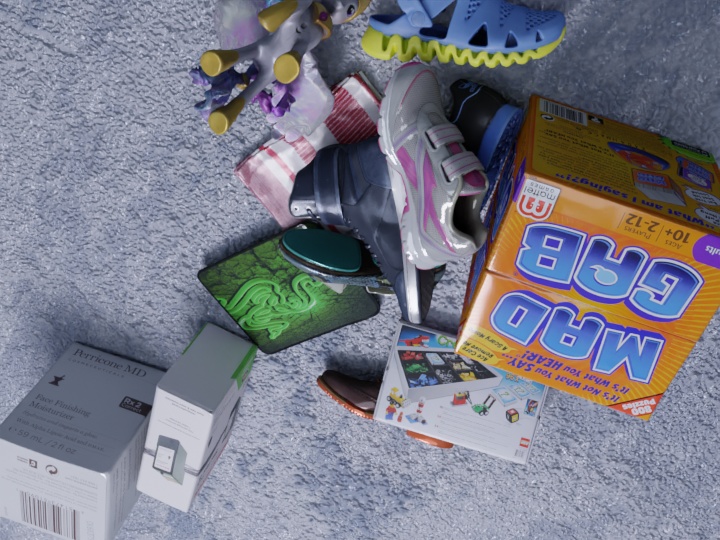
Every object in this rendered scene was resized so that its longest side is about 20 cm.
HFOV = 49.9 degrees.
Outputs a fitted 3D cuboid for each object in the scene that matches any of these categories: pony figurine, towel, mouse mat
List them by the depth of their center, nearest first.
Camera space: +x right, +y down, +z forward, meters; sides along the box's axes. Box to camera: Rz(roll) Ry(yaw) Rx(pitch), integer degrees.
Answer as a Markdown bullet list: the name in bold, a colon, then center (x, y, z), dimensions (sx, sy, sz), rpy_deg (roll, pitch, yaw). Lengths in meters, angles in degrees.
- **pony figurine**: center (-0.079, -0.209, 0.748), dimensions (0.192, 0.200, 0.167), rpy_deg (-26, 108, 40)
- **towel**: center (-0.033, -0.114, 0.881), dimensions (0.199, 0.023, 0.144), rpy_deg (-32, 109, 28)
- **mouse mat**: center (-0.091, 0.028, 0.977), dimensions (0.198, 0.008, 0.162), rpy_deg (-22, 121, 28)

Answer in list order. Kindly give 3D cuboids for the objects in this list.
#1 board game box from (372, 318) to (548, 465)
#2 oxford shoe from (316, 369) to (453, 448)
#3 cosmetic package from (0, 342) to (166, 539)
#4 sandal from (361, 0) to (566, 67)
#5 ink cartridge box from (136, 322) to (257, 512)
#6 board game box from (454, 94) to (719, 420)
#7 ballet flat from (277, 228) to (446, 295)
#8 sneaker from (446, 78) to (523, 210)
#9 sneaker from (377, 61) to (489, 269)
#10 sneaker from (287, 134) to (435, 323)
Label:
- **board game box**: center (0.126, 0.149, 0.959), dimensions (0.197, 0.035, 0.128), rpy_deg (16, 92, 5)
- **oxford shoe**: center (0.040, 0.162, 1.017), dimensions (0.197, 0.071, 0.074), rpy_deg (20, 96, 5)
- **cosmetic package**: center (-0.379, 0.241, 1.080), dimensions (0.162, 0.201, 0.167), rpy_deg (17, 124, 3)
- **sandal**: center (0.096, -0.244, 0.737), dimensions (0.196, 0.080, 0.088), rpy_deg (6, 118, 9)
- **ink cartridge box**: center (-0.221, 0.198, 1.043), dimensions (0.083, 0.146, 0.202), rpy_deg (23, 124, 4)
- **board game box**: center (0.224, -0.020, 0.764), dimensions (0.197, 0.201, 0.202), rpy_deg (19, 123, 3)
- **ballet flat**: center (0.000, 0.000, 0.899), dimensions (0.197, 0.075, 0.075), rpy_deg (8, 124, -6)
- **sneaker**: center (0.103, -0.109, 0.829), dimensions (0.078, 0.070, 0.202), rpy_deg (37, 133, 18)
- **sneaker**: center (0.080, -0.101, 0.745), dimensions (0.087, 0.081, 0.203), rpy_deg (1, 112, 44)
- **sneaker**: center (0.001, -0.040, 0.837), dimensions (0.144, 0.077, 0.206), rpy_deg (-6, 99, 20)
